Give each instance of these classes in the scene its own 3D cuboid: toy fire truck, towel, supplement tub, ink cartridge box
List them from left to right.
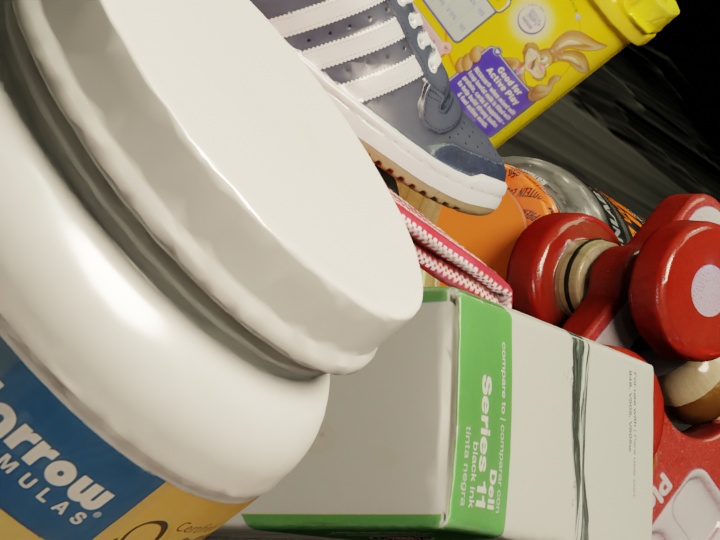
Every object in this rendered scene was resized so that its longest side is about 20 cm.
[{"bbox_3d":[-0.099,0.021,0.623,0.145,0.200,0.145,47,17,-18],"label":"supplement tub"},{"bbox_3d":[-0.042,-0.057,0.953,0.200,0.023,0.144,39,5,38],"label":"towel"},{"bbox_3d":[0.010,0.063,0.948,0.200,0.146,0.084,19,70,-62],"label":"ink cartridge box"},{"bbox_3d":[0.100,0.012,1.376,0.200,0.122,0.123,24,32,-59],"label":"supplement tub"},{"bbox_3d":[0.131,0.071,1.232,0.112,0.200,0.168,5,-43,51],"label":"toy fire truck"}]

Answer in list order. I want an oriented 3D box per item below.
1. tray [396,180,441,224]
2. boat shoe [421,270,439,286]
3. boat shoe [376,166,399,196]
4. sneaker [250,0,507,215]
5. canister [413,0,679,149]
[{"bbox_3d":[-0.001,-0.059,1.293,0.037,0.099,0.201,9,32,-14],"label":"tray"},{"bbox_3d":[-0.002,0.002,1.113,0.063,0.074,0.200,30,-3,-21],"label":"boat shoe"},{"bbox_3d":[-0.063,-0.047,1.081,0.091,0.071,0.200,35,-4,-29],"label":"boat shoe"},{"bbox_3d":[0.002,-0.110,0.995,0.199,0.109,0.070,34,3,-24],"label":"sneaker"},{"bbox_3d":[0.053,-0.138,1.425,0.149,0.200,0.087,53,16,3],"label":"canister"}]
